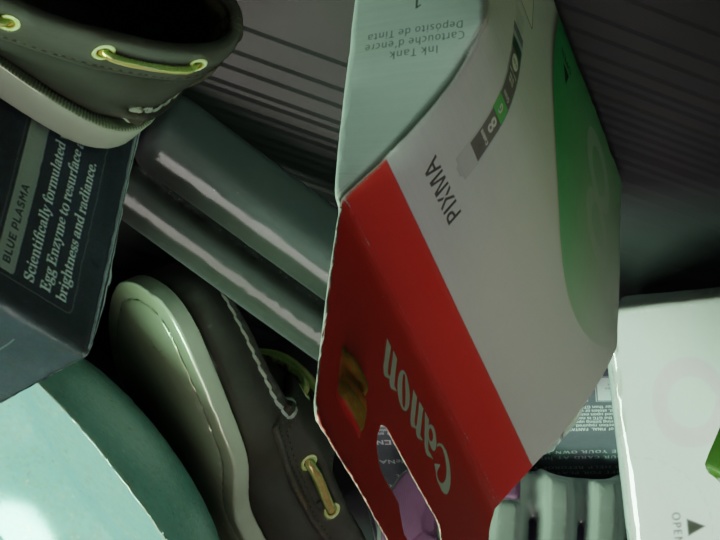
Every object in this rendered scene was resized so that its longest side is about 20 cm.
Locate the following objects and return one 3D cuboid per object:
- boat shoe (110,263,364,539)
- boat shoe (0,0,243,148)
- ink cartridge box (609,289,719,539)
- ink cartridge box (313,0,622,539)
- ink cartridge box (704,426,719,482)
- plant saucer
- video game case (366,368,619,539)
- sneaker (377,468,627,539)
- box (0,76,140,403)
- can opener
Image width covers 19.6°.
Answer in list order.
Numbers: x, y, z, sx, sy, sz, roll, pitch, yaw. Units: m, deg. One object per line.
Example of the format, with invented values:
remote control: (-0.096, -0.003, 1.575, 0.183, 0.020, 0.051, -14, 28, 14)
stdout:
boat shoe: (-0.042, 0.068, 0.822, 0.061, 0.072, 0.201, -35, 134, -22)
boat shoe: (-0.124, -0.105, 0.614, 0.061, 0.072, 0.201, -29, 139, 36)
ink cartridge box: (0.196, 0.080, 0.747, 0.200, 0.057, 0.163, -6, 96, 16)
ink cartridge box: (0.039, 0.000, 0.623, 0.050, 0.200, 0.161, -9, 140, 16)
ink cartridge box: (0.237, 0.042, 0.694, 0.200, 0.148, 0.076, 22, -179, -23)
plant saucer: (-0.105, 0.085, 0.812, 0.201, 0.039, 0.201, 39, 152, 26)
video game case: (0.073, 0.094, 0.884, 0.143, 0.019, 0.200, -2, 142, 8)
sneaker: (0.107, 0.127, 0.854, 0.200, 0.081, 0.088, 7, 149, 5)
box: (-0.213, -0.028, 0.676, 0.197, 0.117, 0.200, -28, 131, 37)
can opener: (0.000, 0.000, 0.756, 0.200, 0.067, 0.053, 37, 133, -16)
